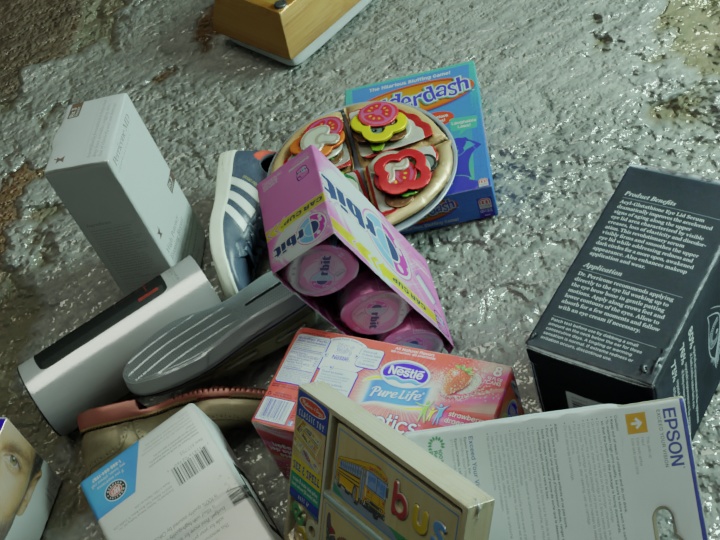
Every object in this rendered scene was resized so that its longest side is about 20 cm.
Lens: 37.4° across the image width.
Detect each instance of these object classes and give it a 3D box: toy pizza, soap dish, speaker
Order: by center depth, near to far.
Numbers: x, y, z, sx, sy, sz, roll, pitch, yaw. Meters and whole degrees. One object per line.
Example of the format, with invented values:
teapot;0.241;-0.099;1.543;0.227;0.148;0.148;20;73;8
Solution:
speaker;-0.224;0.071;1.027;0.199;0.082;0.081;-33;47;-10
toy pizza;-0.002;-0.108;1.064;0.197;0.032;0.202;-7;49;9
soap dish;-0.077;-0.360;1.355;0.156;0.082;0.200;28;63;37

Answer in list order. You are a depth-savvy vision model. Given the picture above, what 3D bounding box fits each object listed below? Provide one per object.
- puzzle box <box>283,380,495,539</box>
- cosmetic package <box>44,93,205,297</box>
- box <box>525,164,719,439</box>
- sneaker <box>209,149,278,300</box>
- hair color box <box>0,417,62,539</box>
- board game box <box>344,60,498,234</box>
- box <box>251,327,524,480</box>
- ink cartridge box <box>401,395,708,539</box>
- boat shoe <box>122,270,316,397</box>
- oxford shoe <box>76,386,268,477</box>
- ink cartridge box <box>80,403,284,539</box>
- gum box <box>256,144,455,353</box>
puzzle box;0.012;0.177;0.749;0.025;0.135;0.199;-5;20;-36
cosmetic package;-0.229;-0.065;1.065;0.073;0.201;0.103;-9;47;13
box;0.226;0.043;0.835;0.103;0.149;0.201;16;56;32
sneaker;-0.106;-0.053;1.099;0.083;0.075;0.202;-7;52;5
hair color box;-0.333;0.238;0.898;0.064;0.110;0.202;-4;49;17
board game box;0.060;-0.129;1.121;0.150;0.045;0.202;-12;47;10
box;0.026;0.127;0.871;0.197;0.095;0.103;8;53;26
ink cartridge box;0.138;0.198;0.733;0.197;0.043;0.200;-9;83;11
boat shoe;-0.123;0.069;0.989;0.198;0.063;0.072;-29;36;-14
oxford shoe;-0.155;0.149;0.955;0.197;0.070;0.076;-11;74;8
ink cartridge box;-0.124;0.223;0.840;0.115;0.068;0.201;-35;59;-4
gum box;0.000;0.000;0.929;0.066;0.200;0.114;-33;42;17
